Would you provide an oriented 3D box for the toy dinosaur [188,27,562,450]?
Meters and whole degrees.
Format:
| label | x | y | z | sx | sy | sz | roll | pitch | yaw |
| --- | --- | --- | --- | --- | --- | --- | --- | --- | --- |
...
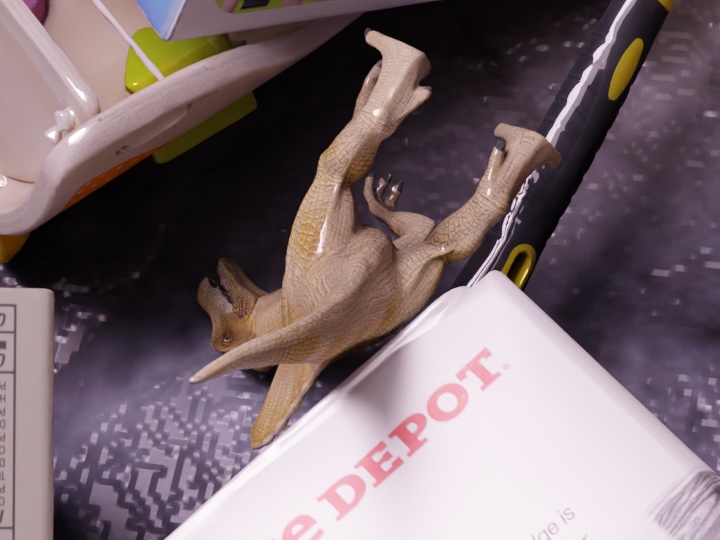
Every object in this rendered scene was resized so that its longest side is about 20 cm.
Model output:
| label | x | y | z | sx | sy | sz | roll | pitch | yaw |
| --- | --- | --- | --- | --- | --- | --- | --- | --- | --- |
| toy dinosaur | 0.000 | 0.000 | 0.719 | 0.058 | 0.200 | 0.101 | 31 | 89 | -5 |

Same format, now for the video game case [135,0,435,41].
| label | x | y | z | sx | sy | sz | roll | pitch | yaw |
| --- | --- | --- | --- | --- | --- | --- | --- | --- | --- |
| video game case | -0.019 | -0.156 | 0.813 | 0.181 | 0.045 | 0.200 | -12 | 55 | -37 |

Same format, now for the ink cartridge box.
| label | x | y | z | sx | sy | sz | roll | pitch | yaw |
| --- | --- | --- | --- | --- | --- | --- | --- | --- | --- |
| ink cartridge box | 0.048 | 0.122 | 0.694 | 0.145 | 0.084 | 0.200 | -41 | 63 | -10 |

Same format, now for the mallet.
| label | x | y | z | sx | sy | sz | roll | pitch | yaw |
| --- | --- | --- | --- | --- | --- | --- | --- | --- | --- |
| mallet | 0.083 | -0.072 | 0.778 | 0.041 | 0.066 | 0.200 | 22 | 89 | 51 |

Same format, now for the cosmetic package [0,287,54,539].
| label | x | y | z | sx | sy | sz | roll | pitch | yaw |
| --- | --- | --- | --- | --- | --- | --- | --- | --- | --- |
| cosmetic package | -0.128 | 0.103 | 0.692 | 0.105 | 0.071 | 0.200 | 4 | 84 | -23 |

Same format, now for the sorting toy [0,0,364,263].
| label | x | y | z | sx | sy | sz | roll | pitch | yaw |
| --- | --- | --- | --- | --- | --- | --- | --- | --- | --- |
| sorting toy | -0.062 | -0.109 | 0.829 | 0.180 | 0.107 | 0.200 | -29 | 65 | -22 |
